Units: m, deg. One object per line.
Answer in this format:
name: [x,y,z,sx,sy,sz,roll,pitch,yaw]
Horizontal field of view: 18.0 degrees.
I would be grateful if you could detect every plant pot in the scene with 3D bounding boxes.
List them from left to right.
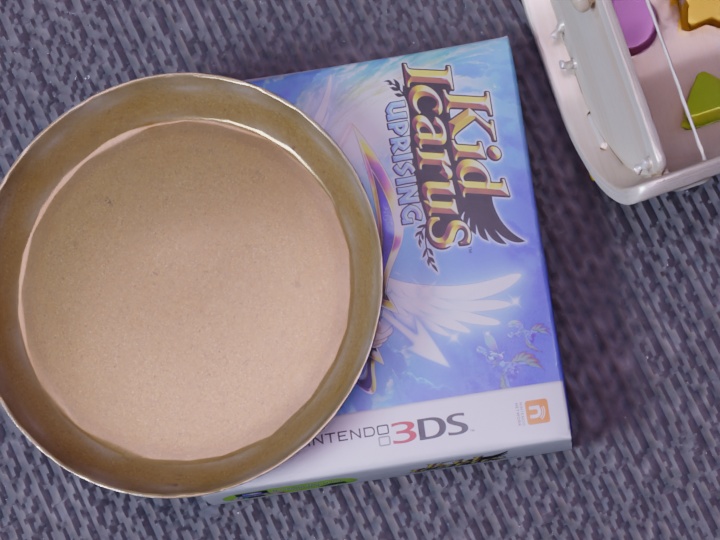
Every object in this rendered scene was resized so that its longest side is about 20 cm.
plant pot: [-0.085,0.007,1.076,0.198,0.027,0.202,-2,80,9]

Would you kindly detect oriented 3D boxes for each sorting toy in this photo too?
sorting toy: [0.175,-0.139,1.093,0.179,0.107,0.202,-16,78,-6]

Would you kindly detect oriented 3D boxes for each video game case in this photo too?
video game case: [0.000,0.000,1.104,0.180,0.045,0.202,-9,79,2]
